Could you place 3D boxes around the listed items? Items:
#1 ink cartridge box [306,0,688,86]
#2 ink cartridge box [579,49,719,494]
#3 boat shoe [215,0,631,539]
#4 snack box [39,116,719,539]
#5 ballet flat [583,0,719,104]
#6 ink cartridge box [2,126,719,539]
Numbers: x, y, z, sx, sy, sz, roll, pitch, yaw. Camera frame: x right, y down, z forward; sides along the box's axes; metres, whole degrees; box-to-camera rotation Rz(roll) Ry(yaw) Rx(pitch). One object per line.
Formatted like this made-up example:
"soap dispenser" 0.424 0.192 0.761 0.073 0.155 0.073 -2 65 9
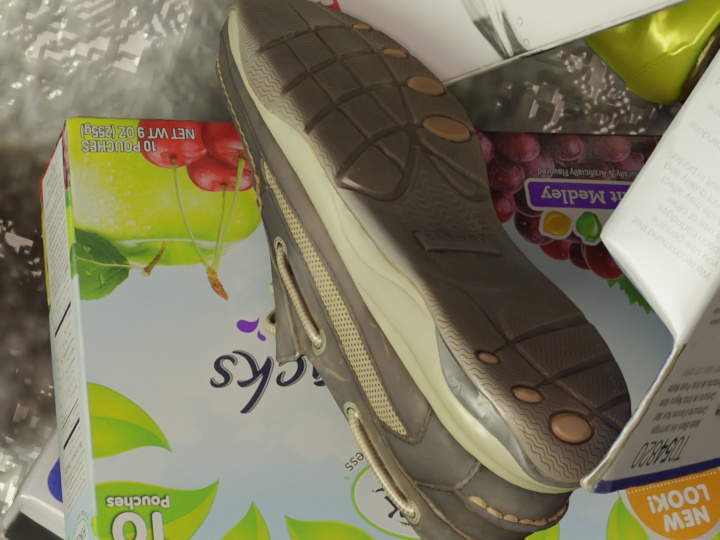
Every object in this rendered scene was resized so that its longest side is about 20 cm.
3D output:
"ink cartridge box" 0.058 -0.143 0.811 0.199 0.084 0.146 -17 94 40
"ink cartridge box" 0.132 -0.036 0.745 0.041 0.199 0.201 36 103 19
"boat shoe" 0.000 0.000 0.767 0.074 0.200 0.073 9 128 -36
"snack box" 0.007 0.029 0.835 0.199 0.053 0.143 0 68 -18
"ballet flat" 0.132 -0.148 0.873 0.067 0.067 0.201 33 97 10
"ink cartridge box" 0.016 0.052 0.883 0.197 0.047 0.201 33 59 -3
